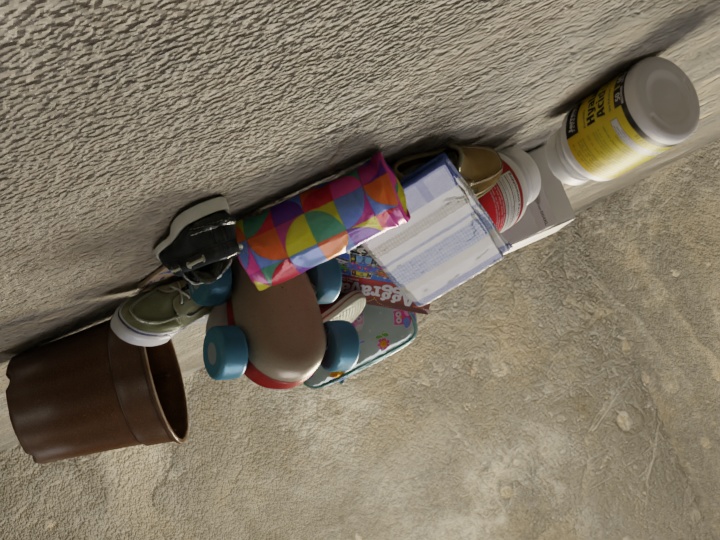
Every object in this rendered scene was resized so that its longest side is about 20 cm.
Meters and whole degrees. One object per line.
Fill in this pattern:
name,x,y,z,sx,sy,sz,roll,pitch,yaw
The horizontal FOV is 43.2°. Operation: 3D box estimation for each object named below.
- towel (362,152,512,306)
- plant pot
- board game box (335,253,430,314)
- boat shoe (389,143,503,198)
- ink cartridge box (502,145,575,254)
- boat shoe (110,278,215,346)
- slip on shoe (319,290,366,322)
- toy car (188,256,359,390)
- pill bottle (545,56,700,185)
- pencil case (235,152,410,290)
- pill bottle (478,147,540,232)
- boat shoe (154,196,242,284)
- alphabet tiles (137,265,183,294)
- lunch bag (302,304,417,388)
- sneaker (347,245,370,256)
towel,0.084,-0.043,1.088,0.146,0.024,0.200,-32,136,12
plant pot,-0.355,0.160,1.229,0.195,0.203,0.200,-15,175,-1
board game box,0.000,0.000,1.185,0.197,0.020,0.104,9,133,2
boat shoe,0.107,-0.120,1.093,0.198,0.072,0.076,-21,160,-35
ink cartridge box,0.264,-0.112,1.508,0.124,0.130,0.200,-23,174,1
boat shoe,-0.232,0.038,1.150,0.062,0.072,0.199,-53,165,29
slip on shoe,-0.082,0.072,1.208,0.198,0.062,0.074,-29,163,20
toy car,-0.133,0.084,1.125,0.182,0.179,0.200,-1,152,-32
pill bottle,0.330,-0.182,1.176,0.110,0.113,0.200,-20,173,-28
pencil case,-0.047,-0.054,0.984,0.198,0.090,0.088,-22,175,7
pill bottle,0.152,-0.093,1.221,0.199,0.113,0.112,-30,180,-37
boat shoe,-0.165,-0.015,0.930,0.075,0.061,0.200,-22,174,-16
alphabet tiles,-0.198,-0.009,1.147,0.166,0.008,0.199,-19,172,-45
lunch bag,-0.025,0.069,1.287,0.198,0.162,0.077,-26,-164,8
sneaker,-0.016,-0.052,1.102,0.198,0.081,0.071,-18,173,-21
